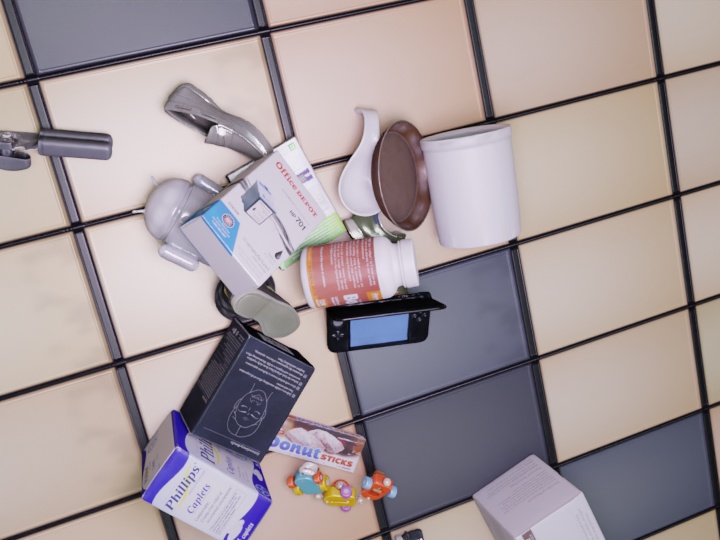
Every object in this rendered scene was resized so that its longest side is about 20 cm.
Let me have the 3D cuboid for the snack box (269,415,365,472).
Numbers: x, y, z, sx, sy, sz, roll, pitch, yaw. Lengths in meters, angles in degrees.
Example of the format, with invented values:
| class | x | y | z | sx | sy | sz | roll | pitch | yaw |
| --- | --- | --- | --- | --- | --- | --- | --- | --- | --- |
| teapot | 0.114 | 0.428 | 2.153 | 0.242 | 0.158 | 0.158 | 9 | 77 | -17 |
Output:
| class | x | y | z | sx | sy | sz | roll | pitch | yaw |
| --- | --- | --- | --- | --- | --- | --- | --- | --- | --- |
| snack box | -0.092 | 0.331 | 1.472 | 0.199 | 0.024 | 0.072 | 20 | 94 | -19 |

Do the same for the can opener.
| class | x | y | z | sx | sy | sz | roll | pitch | yaw |
| --- | --- | --- | --- | --- | --- | --- | --- | --- | --- |
| can opener | -0.515 | -0.198 | 1.261 | 0.199 | 0.053 | 0.067 | 2 | 130 | -17 |

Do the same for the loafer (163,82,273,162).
| class | x | y | z | sx | sy | sz | roll | pitch | yaw |
| --- | --- | --- | --- | --- | --- | --- | --- | --- | --- |
| loafer | -0.242 | -0.239 | 1.305 | 0.199 | 0.070 | 0.070 | 32 | 60 | -6 |

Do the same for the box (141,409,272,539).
| class | x | y | z | sx | sy | sz | roll | pitch | yaw |
| --- | --- | --- | --- | --- | --- | --- | --- | --- | --- |
| box | -0.273 | 0.363 | 1.339 | 0.200 | 0.184 | 0.105 | 35 | 89 | -19 |

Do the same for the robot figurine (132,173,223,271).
| class | x | y | z | sx | sy | sz | roll | pitch | yaw |
| --- | --- | --- | --- | --- | --- | --- | --- | --- | --- |
| robot figurine | -0.283 | -0.083 | 1.305 | 0.199 | 0.113 | 0.170 | 28 | 60 | -19 |

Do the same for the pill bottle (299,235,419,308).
| class | x | y | z | sx | sy | sz | roll | pitch | yaw |
| --- | --- | --- | --- | --- | --- | --- | --- | --- | --- |
| pill bottle | 0.000 | 0.000 | 1.349 | 0.199 | 0.112 | 0.113 | -8 | 102 | 8 |

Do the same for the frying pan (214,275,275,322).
| class | x | y | z | sx | sy | sz | roll | pitch | yaw |
| --- | --- | --- | --- | --- | --- | --- | --- | --- | --- |
| frying pan | -0.201 | 0.005 | 1.364 | 0.114 | 0.031 | 0.191 | 3 | 112 | -27 |

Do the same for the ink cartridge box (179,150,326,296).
| class | x | y | z | sx | sy | sz | roll | pitch | yaw |
| --- | --- | --- | --- | --- | --- | --- | --- | --- | --- |
| ink cartridge box | -0.172 | -0.080 | 1.254 | 0.147 | 0.086 | 0.200 | 52 | 52 | -15 |

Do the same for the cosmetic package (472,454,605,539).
| class | x | y | z | sx | sy | sz | roll | pitch | yaw |
| --- | --- | --- | --- | --- | --- | --- | --- | --- | --- |
| cosmetic package | 0.364 | 0.514 | 1.543 | 0.165 | 0.200 | 0.165 | -31 | 106 | -10 |

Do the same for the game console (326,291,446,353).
| class | x | y | z | sx | sy | sz | roll | pitch | yaw |
| --- | --- | --- | --- | --- | --- | --- | --- | --- | --- |
| game console | 0.043 | 0.107 | 1.388 | 0.199 | 0.117 | 0.177 | -6 | 129 | -9 |

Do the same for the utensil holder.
| class | x | y | z | sx | sy | sz | roll | pitch | yaw |
| --- | --- | --- | --- | --- | --- | --- | --- | --- | --- |
| utensil holder | 0.207 | -0.157 | 1.414 | 0.169 | 0.170 | 0.201 | -14 | 105 | -14 |

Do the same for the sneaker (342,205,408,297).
| class | x | y | z | sx | sy | sz | roll | pitch | yaw |
| --- | --- | --- | --- | --- | --- | --- | --- | --- | --- |
| sneaker | 0.055 | -0.035 | 1.436 | 0.090 | 0.067 | 0.201 | -35 | 103 | -3 |

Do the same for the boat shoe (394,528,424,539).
| class | x | y | z | sx | sy | sz | roll | pitch | yaw |
| --- | --- | --- | --- | --- | --- | --- | --- | --- | --- |
| boat shoe | 0.128 | 0.625 | 1.556 | 0.060 | 0.076 | 0.201 | -19 | 104 | -7 |

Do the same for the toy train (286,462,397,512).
| class | x | y | z | sx | sy | sz | roll | pitch | yaw |
| --- | --- | --- | --- | --- | --- | --- | --- | --- | --- |
| toy train | -0.038 | 0.398 | 1.457 | 0.199 | 0.056 | 0.150 | 22 | 133 | -18 |

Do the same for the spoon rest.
| class | x | y | z | sx | sy | sz | roll | pitch | yaw |
| --- | --- | --- | --- | --- | --- | --- | --- | --- | --- |
| spoon rest | 0.009 | -0.199 | 1.386 | 0.099 | 0.061 | 0.201 | 3 | 87 | -16 |

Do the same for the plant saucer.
| class | x | y | z | sx | sy | sz | roll | pitch | yaw |
| --- | --- | --- | --- | --- | --- | --- | --- | --- | --- |
| plant saucer | 0.073 | -0.171 | 1.390 | 0.200 | 0.034 | 0.202 | 3 | 86 | -58 |

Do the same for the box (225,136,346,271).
| class | x | y | z | sx | sy | sz | roll | pitch | yaw |
| --- | --- | --- | --- | --- | --- | --- | --- | --- | --- |
| box | -0.134 | -0.121 | 1.386 | 0.144 | 0.036 | 0.201 | -31 | 104 | -10 |

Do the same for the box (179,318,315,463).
| class | x | y | z | sx | sy | sz | roll | pitch | yaw |
| --- | --- | --- | --- | --- | --- | --- | --- | --- | --- |
| box | -0.204 | 0.215 | 1.367 | 0.148 | 0.107 | 0.201 | 32 | 88 | -28 |

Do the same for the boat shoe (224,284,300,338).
| class | x | y | z | sx | sy | sz | roll | pitch | yaw |
| --- | --- | --- | --- | --- | --- | --- | --- | --- | --- |
| boat shoe | -0.172 | 0.061 | 1.351 | 0.072 | 0.061 | 0.201 | -39 | 148 | 3 |
